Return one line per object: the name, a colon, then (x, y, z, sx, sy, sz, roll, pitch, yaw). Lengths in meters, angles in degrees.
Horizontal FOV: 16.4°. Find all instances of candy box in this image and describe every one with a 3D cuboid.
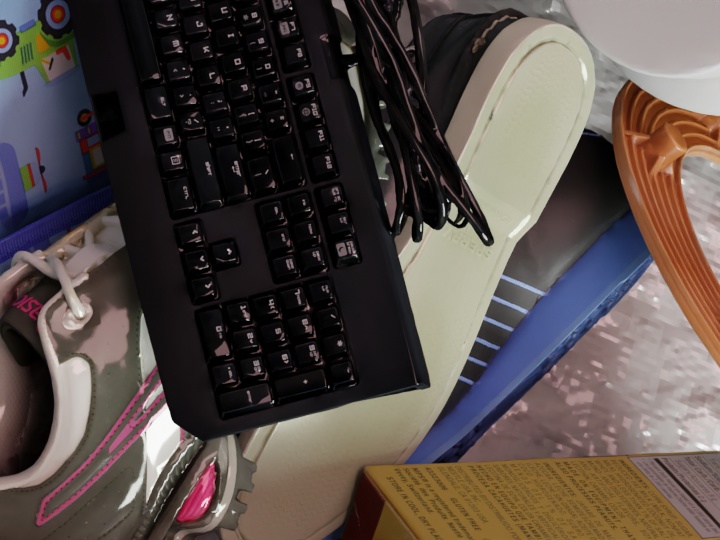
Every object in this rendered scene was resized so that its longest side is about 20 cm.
candy box: (0.077, 0.125, 0.862, 0.200, 0.056, 0.117, 2, 121, -33)

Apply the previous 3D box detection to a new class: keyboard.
keyboard: (-0.027, -0.059, 0.722, 0.104, 0.040, 0.201, -14, 79, -7)

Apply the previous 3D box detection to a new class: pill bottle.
pill bottle: (0.141, -0.112, 0.881, 0.200, 0.113, 0.113, -13, 92, -63)

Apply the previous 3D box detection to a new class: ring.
ring: (0.160, 0.008, 0.912, 0.200, 0.019, 0.201, 41, 27, -26)

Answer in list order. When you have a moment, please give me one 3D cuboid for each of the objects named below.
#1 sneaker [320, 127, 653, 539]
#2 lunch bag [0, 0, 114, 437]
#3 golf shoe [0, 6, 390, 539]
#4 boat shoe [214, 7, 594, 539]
sneaker: (0.021, 0.023, 0.878, 0.078, 0.070, 0.200, 44, 71, 9)
lunch bag: (-0.122, -0.004, 0.792, 0.150, 0.094, 0.200, -33, 114, -30)
golf shoe: (-0.058, 0.005, 0.752, 0.088, 0.077, 0.200, 25, 88, -36)
boat shoe: (-0.001, -0.001, 0.818, 0.074, 0.066, 0.200, 30, 88, -48)
